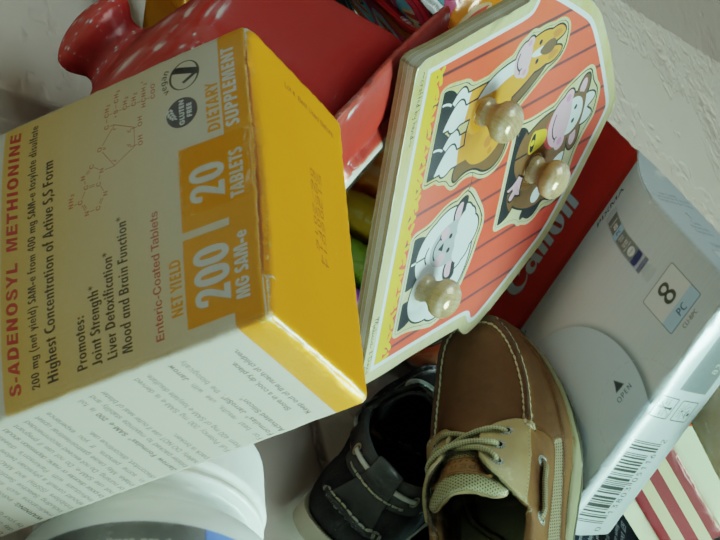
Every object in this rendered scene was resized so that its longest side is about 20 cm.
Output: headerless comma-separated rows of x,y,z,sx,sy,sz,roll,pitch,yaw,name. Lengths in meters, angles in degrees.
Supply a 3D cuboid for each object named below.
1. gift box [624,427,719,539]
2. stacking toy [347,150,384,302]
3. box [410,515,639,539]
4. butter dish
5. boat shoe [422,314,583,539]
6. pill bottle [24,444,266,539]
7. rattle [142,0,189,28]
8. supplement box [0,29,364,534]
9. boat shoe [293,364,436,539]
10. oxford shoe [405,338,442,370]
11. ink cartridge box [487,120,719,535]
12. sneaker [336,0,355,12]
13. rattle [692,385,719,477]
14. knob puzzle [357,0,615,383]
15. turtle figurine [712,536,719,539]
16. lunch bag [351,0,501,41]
0.225,0.110,1.434,0.188,0.199,0.185,59,31,-21,gift box
0.000,0.000,1.136,0.201,0.109,0.116,-55,152,-13,stacking toy
0.112,0.222,1.207,0.201,0.106,0.149,56,26,-22,box
-0.077,-0.067,1.020,0.148,0.200,0.200,41,27,-2,butter dish
0.067,0.110,1.079,0.074,0.075,0.202,42,35,-51,boat shoe
-0.084,0.160,0.852,0.114,0.113,0.201,43,34,-42,pill bottle
-0.159,-0.200,1.105,0.199,0.144,0.130,18,19,-40,rattle
-0.105,0.012,0.814,0.074,0.199,0.127,42,33,-49,supplement box
0.029,0.093,1.176,0.072,0.068,0.200,33,24,6,boat shoe
0.042,-0.019,1.334,0.073,0.071,0.202,62,25,-55,oxford shoe
0.108,0.014,1.163,0.047,0.161,0.200,11,31,-43,ink cartridge box
-0.018,-0.106,1.260,0.079,0.075,0.202,31,43,-55,sneaker
0.240,0.075,1.190,0.130,0.143,0.200,42,13,-7,rattle
0.075,-0.050,1.065,0.030,0.221,0.219,28,9,26,knob puzzle
0.221,0.239,1.174,0.201,0.100,0.150,62,9,17,turtle figurine
0.027,-0.191,1.309,0.200,0.082,0.176,50,-4,40,lunch bag
